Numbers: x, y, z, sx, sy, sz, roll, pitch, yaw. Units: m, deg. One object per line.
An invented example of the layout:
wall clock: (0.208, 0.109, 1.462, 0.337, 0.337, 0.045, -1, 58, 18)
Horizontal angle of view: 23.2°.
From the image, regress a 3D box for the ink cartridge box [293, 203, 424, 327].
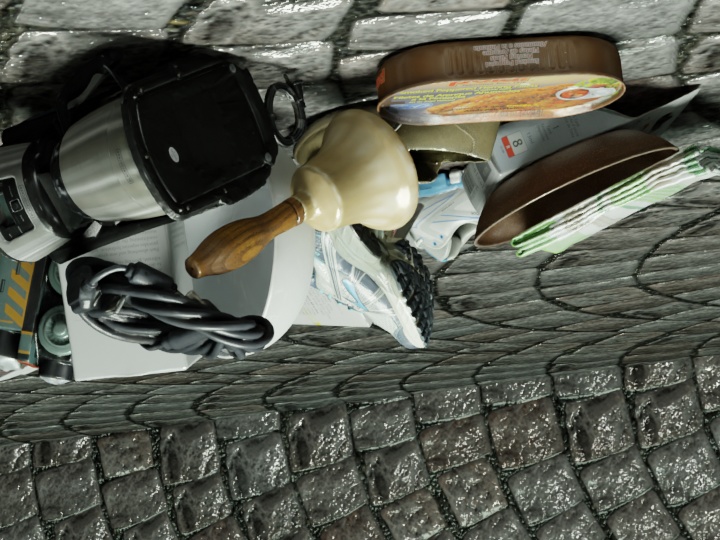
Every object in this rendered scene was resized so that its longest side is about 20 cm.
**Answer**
ink cartridge box: (-0.026, -0.007, 1.748, 0.200, 0.115, 0.068, 1, 136, 38)

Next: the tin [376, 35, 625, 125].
tin: (0.111, -0.151, 1.399, 0.200, 0.042, 0.112, -4, 172, -6)

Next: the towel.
towel: (0.251, -0.061, 1.631, 0.200, 0.031, 0.149, -28, 169, 24)

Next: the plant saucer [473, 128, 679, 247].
plant saucer: (0.186, -0.079, 1.568, 0.200, 0.037, 0.200, -24, 170, -4)

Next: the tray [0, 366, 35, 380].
tray: (-0.299, 0.034, 1.804, 0.022, 0.200, 0.107, 42, 150, -18)

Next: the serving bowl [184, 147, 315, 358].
serving bowl: (-0.091, -0.023, 1.525, 0.066, 0.201, 0.200, 2, 167, -30)

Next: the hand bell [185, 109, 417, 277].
hand bell: (-0.060, -0.042, 1.372, 0.200, 0.104, 0.104, -30, -174, -37)

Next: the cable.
cable: (-0.154, 0.031, 1.384, 0.163, 0.051, 0.200, 16, 168, -14)

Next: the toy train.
toy train: (-0.287, 0.001, 1.600, 0.114, 0.200, 0.085, 8, 173, 8)

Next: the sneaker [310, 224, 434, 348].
sneaker: (0.000, 0.000, 1.602, 0.086, 0.078, 0.200, -15, 130, 26)

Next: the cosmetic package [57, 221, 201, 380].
cosmetic package: (-0.203, -0.013, 1.506, 0.101, 0.200, 0.071, -6, -174, 8)

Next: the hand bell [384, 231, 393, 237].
hand bell: (0.050, -0.095, 1.589, 0.104, 0.104, 0.200, 4, 154, -41)

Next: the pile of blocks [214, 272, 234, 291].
pile of blocks: (-0.109, -0.044, 1.684, 0.082, 0.062, 0.200, -37, -168, 23)

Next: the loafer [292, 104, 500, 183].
loafer: (0.030, -0.107, 1.507, 0.200, 0.068, 0.076, -15, 163, 31)

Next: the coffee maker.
coffee maker: (-0.173, -0.081, 1.369, 0.200, 0.135, 0.192, -14, 167, 40)

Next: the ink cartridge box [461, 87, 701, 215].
ink cartridge box: (0.196, -0.124, 1.601, 0.200, 0.050, 0.162, -26, 171, -8)

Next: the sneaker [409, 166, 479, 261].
sneaker: (0.060, -0.049, 1.778, 0.200, 0.087, 0.075, -9, 171, 25)
